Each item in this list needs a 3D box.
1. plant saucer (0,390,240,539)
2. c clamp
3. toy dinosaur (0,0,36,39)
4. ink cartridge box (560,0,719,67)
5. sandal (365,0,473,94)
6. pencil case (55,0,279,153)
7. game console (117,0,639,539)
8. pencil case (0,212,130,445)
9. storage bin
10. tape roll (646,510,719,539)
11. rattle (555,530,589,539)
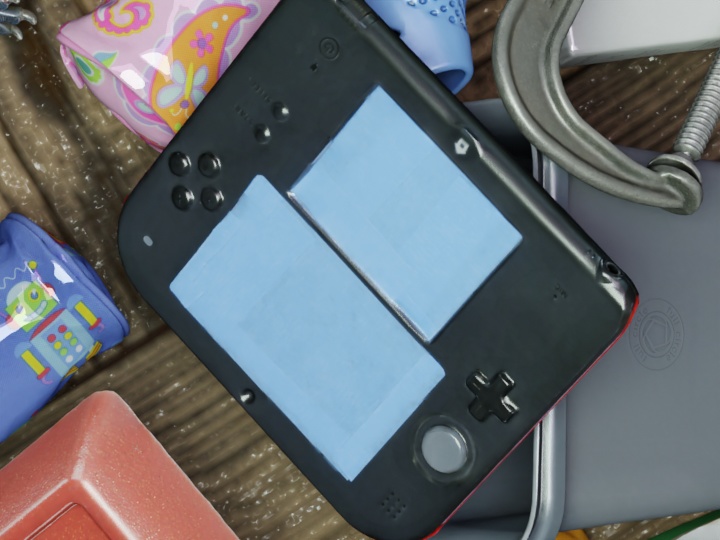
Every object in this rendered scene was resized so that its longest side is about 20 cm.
[{"bbox_3d":[-0.121,0.186,1.291,0.200,0.037,0.200,-39,92,23],"label":"plant saucer"},{"bbox_3d":[0.144,-0.101,1.284,0.171,0.027,0.200,44,56,-16],"label":"c clamp"},{"bbox_3d":[-0.145,-0.208,1.325,0.200,0.105,0.182,8,69,5],"label":"toy dinosaur"},{"bbox_3d":[0.158,-0.204,1.357,0.176,0.045,0.200,-8,89,-15],"label":"ink cartridge box"},{"bbox_3d":[0.020,-0.105,1.272,0.087,0.079,0.200,35,105,36],"label":"sandal"},{"bbox_3d":[-0.045,-0.145,1.308,0.087,0.087,0.200,42,81,-3],"label":"pencil case"},{"bbox_3d":[0.000,0.000,1.235,0.200,0.031,0.177,47,125,10],"label":"game console"},{"bbox_3d":[-0.196,0.064,1.309,0.200,0.087,0.078,-44,94,-6],"label":"pencil case"},{"bbox_3d":[0.090,0.030,1.323,0.134,0.146,0.200,3,87,-32],"label":"storage bin"},{"bbox_3d":[0.205,0.125,1.287,0.200,0.200,0.048,-19,90,-6],"label":"tape roll"},{"bbox_3d":[-0.010,0.171,1.346,0.200,0.143,0.130,-17,132,30],"label":"rattle"}]
